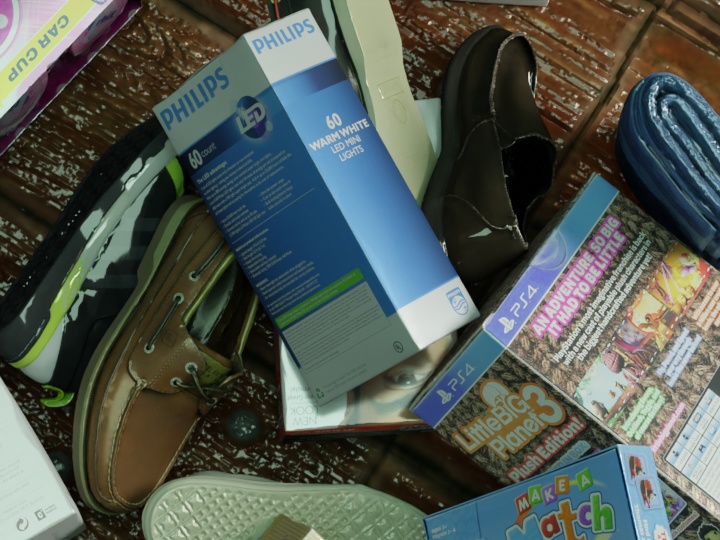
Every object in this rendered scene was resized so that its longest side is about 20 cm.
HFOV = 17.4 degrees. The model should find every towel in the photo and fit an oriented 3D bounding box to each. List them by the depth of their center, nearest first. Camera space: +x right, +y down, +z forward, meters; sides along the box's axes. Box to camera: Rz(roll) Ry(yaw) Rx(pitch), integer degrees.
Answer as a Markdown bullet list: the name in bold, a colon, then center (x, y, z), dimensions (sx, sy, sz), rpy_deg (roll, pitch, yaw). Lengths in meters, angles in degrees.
- **towel**: center (0.192, -0.056, 1.389), dimensions (0.049, 0.200, 0.112), rpy_deg (-39, 84, 0)

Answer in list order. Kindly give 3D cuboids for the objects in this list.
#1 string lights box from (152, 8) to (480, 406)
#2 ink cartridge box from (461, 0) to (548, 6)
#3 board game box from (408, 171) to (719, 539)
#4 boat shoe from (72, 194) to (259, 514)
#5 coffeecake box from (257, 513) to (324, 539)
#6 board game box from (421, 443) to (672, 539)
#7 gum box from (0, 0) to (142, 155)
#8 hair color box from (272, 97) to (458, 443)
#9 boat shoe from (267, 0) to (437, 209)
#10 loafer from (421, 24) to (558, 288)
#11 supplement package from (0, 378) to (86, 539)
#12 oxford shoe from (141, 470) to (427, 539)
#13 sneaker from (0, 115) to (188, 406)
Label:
- **string lights box**: center (-0.027, -0.034, 1.340), dimensions (0.059, 0.103, 0.200), rpy_deg (-27, 88, -42)
- **ink cartridge box**: center (0.053, -0.245, 1.450), dimensions (0.199, 0.125, 0.129), rpy_deg (3, 79, -2)
- **board game box**: center (0.159, 0.072, 1.372), dimensions (0.200, 0.097, 0.159), rpy_deg (39, 47, 1)
- **boat shoe**: center (-0.108, 0.051, 1.386), dimensions (0.068, 0.072, 0.201), rpy_deg (12, 80, 38)
- **coffeecake box**: center (-0.018, 0.265, 1.351), dimensions (0.200, 0.073, 0.154), rpy_deg (45, 80, -13)
- **board game box**: center (0.115, 0.212, 1.285), dimensions (0.037, 0.151, 0.201), rpy_deg (5, 68, -45)
- **gum box**: center (-0.243, -0.138, 1.443), dimensions (0.113, 0.066, 0.200), rpy_deg (41, 80, 6)
- **hair color box**: center (0.000, 0.000, 1.434), dimensions (0.111, 0.064, 0.201), rpy_deg (-3, 81, -5)
- **boat shoe**: center (-0.002, -0.085, 1.391), dimensions (0.063, 0.074, 0.202), rpy_deg (-16, 89, 28)
- **loafer**: center (0.088, -0.069, 1.414), dimensions (0.071, 0.073, 0.200), rpy_deg (-8, 48, 24)
- **supplement package**: center (-0.258, 0.088, 1.378), dimensions (0.109, 0.114, 0.200), rpy_deg (-30, 81, -9)
- **oxford shoe**: center (-0.035, 0.159, 1.408), dimensions (0.199, 0.058, 0.075), rpy_deg (12, 87, -14)
- **sneaker**: center (-0.146, -0.008, 1.438), dimensions (0.083, 0.072, 0.200), rpy_deg (40, 79, -22)
